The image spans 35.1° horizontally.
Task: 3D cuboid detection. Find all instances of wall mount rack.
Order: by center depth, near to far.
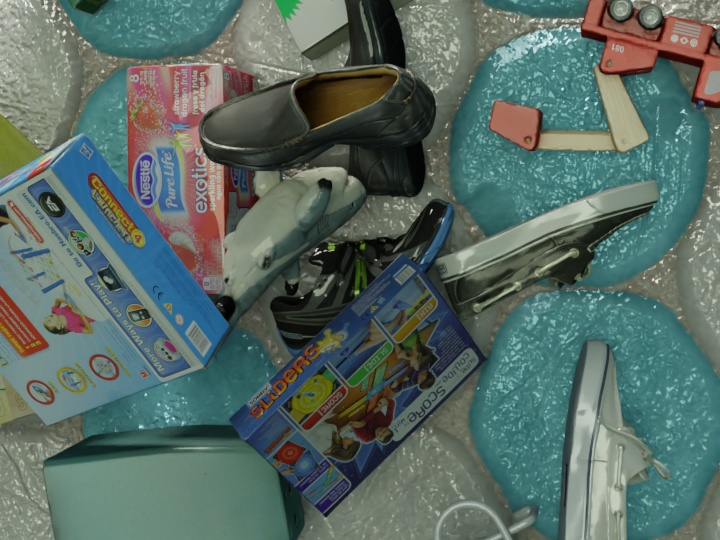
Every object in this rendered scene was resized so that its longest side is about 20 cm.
[{"bbox_3d":[0.106,0.302,1.004,0.172,0.075,0.202,-27,86,9],"label":"wall mount rack"}]

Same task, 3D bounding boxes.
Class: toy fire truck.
[{"bbox_3d":[0.221,-0.154,0.963,0.198,0.049,0.143,17,97,11],"label":"toy fire truck"}]

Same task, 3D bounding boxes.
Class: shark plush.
[{"bbox_3d":[-0.067,-0.006,0.964,0.090,0.083,0.202,14,71,39],"label":"shark plush"}]

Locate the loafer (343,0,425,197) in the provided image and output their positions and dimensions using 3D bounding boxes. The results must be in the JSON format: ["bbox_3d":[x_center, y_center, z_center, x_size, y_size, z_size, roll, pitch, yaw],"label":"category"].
[{"bbox_3d":[0.003,-0.157,0.985,0.071,0.073,0.203,-4,107,19],"label":"loafer"}]

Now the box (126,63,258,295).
[{"bbox_3d":[-0.149,-0.081,1.029,0.094,0.100,0.203,0,93,13],"label":"box"}]

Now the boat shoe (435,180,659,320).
[{"bbox_3d":[0.165,-0.017,0.967,0.198,0.071,0.064,-23,91,5],"label":"boat shoe"}]

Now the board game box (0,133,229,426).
[{"bbox_3d":[-0.241,0.016,0.924,0.194,0.056,0.201,-20,115,32],"label":"board game box"}]

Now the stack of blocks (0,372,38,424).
[{"bbox_3d":[-0.360,0.119,1.080,0.198,0.115,0.059,-17,89,18],"label":"stack of blocks"}]

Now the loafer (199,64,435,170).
[{"bbox_3d":[-0.043,-0.131,0.910,0.197,0.072,0.074,-11,69,14],"label":"loafer"}]

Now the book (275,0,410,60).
[{"bbox_3d":[0.006,-0.298,1.013,0.199,0.048,0.135,-30,80,14],"label":"book"}]

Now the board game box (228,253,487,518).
[{"bbox_3d":[0.003,0.100,0.965,0.200,0.136,0.034,-43,40,-6],"label":"board game box"}]

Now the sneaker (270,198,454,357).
[{"bbox_3d":[0.000,0.000,1.012,0.199,0.071,0.083,-37,90,15],"label":"sneaker"}]

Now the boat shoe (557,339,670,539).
[{"bbox_3d":[0.217,0.163,0.959,0.085,0.075,0.205,6,77,4],"label":"boat shoe"}]

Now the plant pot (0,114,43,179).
[{"bbox_3d":[-0.334,-0.041,1.049,0.199,0.187,0.188,32,100,-5],"label":"plant pot"}]

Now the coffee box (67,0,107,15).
[{"bbox_3d":[-0.225,-0.352,1.062,0.200,0.044,0.123,-41,83,11],"label":"coffee box"}]

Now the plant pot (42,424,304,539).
[{"bbox_3d":[-0.158,0.213,1.028,0.197,0.141,0.143,-11,90,6],"label":"plant pot"}]
